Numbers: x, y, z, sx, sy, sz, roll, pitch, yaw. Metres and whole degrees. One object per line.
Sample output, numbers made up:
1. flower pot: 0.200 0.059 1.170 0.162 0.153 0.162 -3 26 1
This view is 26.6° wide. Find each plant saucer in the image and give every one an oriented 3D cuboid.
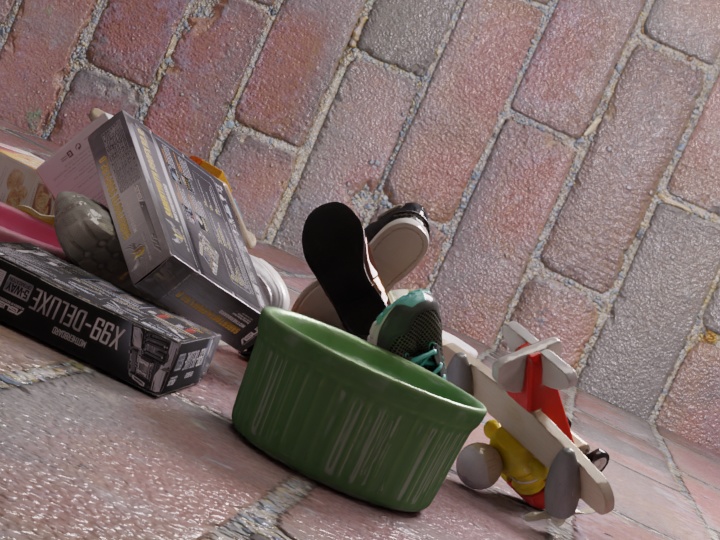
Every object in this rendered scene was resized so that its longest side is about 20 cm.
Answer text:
1. plant saucer: -0.356 -0.032 1.474 0.200 0.051 0.201 24 4 -2

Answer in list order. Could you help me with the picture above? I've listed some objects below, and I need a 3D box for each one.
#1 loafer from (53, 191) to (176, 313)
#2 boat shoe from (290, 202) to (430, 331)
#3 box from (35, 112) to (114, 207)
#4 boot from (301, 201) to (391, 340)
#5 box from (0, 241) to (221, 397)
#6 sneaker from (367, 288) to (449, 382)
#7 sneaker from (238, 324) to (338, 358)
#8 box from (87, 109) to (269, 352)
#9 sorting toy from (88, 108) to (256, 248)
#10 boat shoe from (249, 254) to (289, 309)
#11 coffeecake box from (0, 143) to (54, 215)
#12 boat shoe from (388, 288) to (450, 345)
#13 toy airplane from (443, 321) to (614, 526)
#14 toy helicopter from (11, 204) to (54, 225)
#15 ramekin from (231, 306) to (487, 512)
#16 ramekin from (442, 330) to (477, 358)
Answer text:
1. loafer: -0.225 -0.007 1.434 0.070 0.070 0.200 58 -1 37
2. boat shoe: 0.000 0.000 1.647 0.074 0.200 0.060 37 30 -14
3. box: -0.225 -0.050 1.586 0.200 0.097 0.124 54 9 11
4. boot: 0.009 0.047 1.581 0.189 0.068 0.200 58 -6 35
5. box: -0.229 0.037 1.281 0.199 0.050 0.158 25 3 5
6. sneaker: 0.058 0.104 1.372 0.077 0.201 0.091 -26 48 -25
7. sneaker: -0.078 0.083 1.584 0.112 0.078 0.200 21 -8 7
8. box: -0.167 -0.037 1.425 0.158 0.048 0.200 36 23 -48
9. sorting toy: -0.209 -0.109 1.754 0.185 0.037 0.200 31 -11 17
10. boat shoe: -0.169 -0.010 1.746 0.200 0.072 0.068 44 16 17
11. coffeecake box: -0.413 -0.099 1.964 0.199 0.073 0.153 25 4 24
12. boat shoe: 0.073 0.097 1.639 0.074 0.066 0.201 95 -22 -56
13. toy airplane: 0.149 0.151 1.447 0.200 0.141 0.200 56 -13 -1
14. toy helicopter: -0.298 -0.051 1.686 0.199 0.133 0.079 5 -20 -20
15. ramekin: -0.007 0.114 1.231 0.199 0.098 0.200 24 3 -1
16. ramekin: 0.033 0.099 1.863 0.202 0.095 0.202 25 3 -1
